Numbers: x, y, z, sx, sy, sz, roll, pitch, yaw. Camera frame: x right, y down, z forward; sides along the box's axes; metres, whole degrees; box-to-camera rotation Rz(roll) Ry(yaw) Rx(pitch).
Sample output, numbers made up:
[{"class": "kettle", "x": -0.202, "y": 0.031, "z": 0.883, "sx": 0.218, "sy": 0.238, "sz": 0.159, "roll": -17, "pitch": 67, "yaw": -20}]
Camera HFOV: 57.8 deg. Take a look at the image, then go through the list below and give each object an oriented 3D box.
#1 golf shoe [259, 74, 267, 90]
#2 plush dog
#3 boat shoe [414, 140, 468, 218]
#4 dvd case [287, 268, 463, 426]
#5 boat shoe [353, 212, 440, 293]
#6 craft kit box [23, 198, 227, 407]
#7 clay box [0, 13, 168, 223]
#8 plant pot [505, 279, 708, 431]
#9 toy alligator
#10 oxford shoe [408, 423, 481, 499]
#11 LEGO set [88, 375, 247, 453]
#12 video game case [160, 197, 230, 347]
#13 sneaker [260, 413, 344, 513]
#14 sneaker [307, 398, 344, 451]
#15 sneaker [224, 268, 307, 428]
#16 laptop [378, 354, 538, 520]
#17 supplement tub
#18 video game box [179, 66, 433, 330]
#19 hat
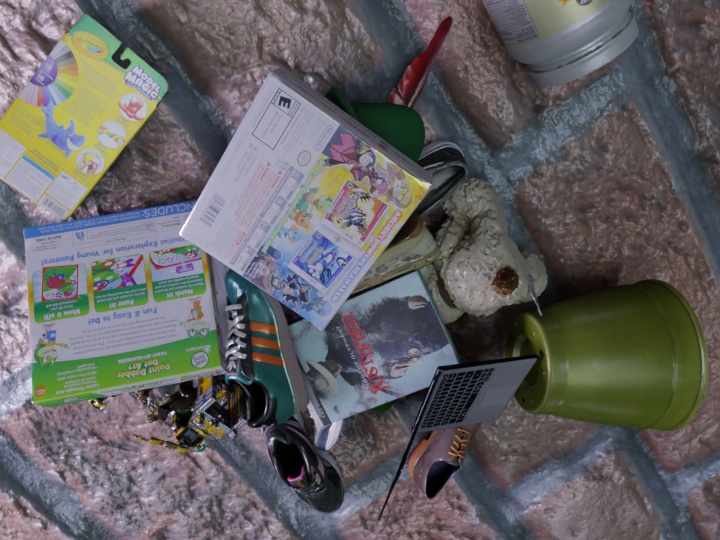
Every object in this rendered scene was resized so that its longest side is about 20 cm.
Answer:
[{"class": "golf shoe", "x": -0.065, "y": -0.115, "z": 0.714, "sx": 0.097, "sy": 0.078, "sz": 0.201, "roll": -9, "pitch": 117, "yaw": -13}, {"class": "plush dog", "x": 0.124, "y": 0.012, "z": 0.830, "sx": 0.171, "sy": 0.161, "sz": 0.200, "roll": -26, "pitch": 115, "yaw": 30}, {"class": "boat shoe", "x": 0.043, "y": -0.085, "z": 0.798, "sx": 0.200, "sy": 0.071, "sz": 0.072, "roll": -39, "pitch": 114, "yaw": 13}, {"class": "dvd case", "x": 0.011, "y": 0.099, "z": 0.814, "sx": 0.199, "sy": 0.022, "sz": 0.147, "roll": -22, "pitch": 101, "yaw": 15}, {"class": "boat shoe", "x": 0.000, "y": 0.000, "z": 0.790, "sx": 0.199, "sy": 0.074, "sz": 0.063, "roll": -23, "pitch": 128, "yaw": 29}, {"class": "craft kit box", "x": -0.259, "y": 0.033, "z": 0.723, "sx": 0.199, "sy": 0.049, "sz": 0.199, "roll": -10, "pitch": 71, "yaw": -6}, {"class": "clay box", "x": -0.311, "y": -0.166, "z": 0.716, "sx": 0.115, "sy": 0.048, "sz": 0.200, "roll": 39, "pitch": 99, "yaw": -22}, {"class": "plant pot", "x": 0.302, "y": 0.116, "z": 0.855, "sx": 0.191, "sy": 0.201, "sz": 0.202, "roll": -2, "pitch": 112, "yaw": -12}, {"class": "toy alligator", "x": 0.094, "y": 0.130, "z": 0.911, "sx": 0.199, "sy": 0.059, "sz": 0.054, "roll": -31, "pitch": 74, "yaw": 3}, {"class": "oxford shoe", "x": 0.142, "y": 0.245, "z": 0.952, "sx": 0.071, "sy": 0.073, "sz": 0.201, "roll": 22, "pitch": 106, "yaw": -17}, {"class": "LEGO set", "x": -0.233, "y": 0.161, "z": 0.805, "sx": 0.153, "sy": 0.116, "sz": 0.200, "roll": -35, "pitch": 118, "yaw": 7}, {"class": "video game case", "x": -0.229, "y": 0.016, "z": 0.820, "sx": 0.181, "sy": 0.023, "sz": 0.201, "roll": -13, "pitch": 114, "yaw": -5}, {"class": "sneaker", "x": -0.086, "y": 0.281, "z": 0.918, "sx": 0.080, "sy": 0.086, "sz": 0.201, "roll": -30, "pitch": 115, "yaw": 5}, {"class": "sneaker", "x": -0.057, "y": 0.148, "z": 0.886, "sx": 0.085, "sy": 0.077, "sz": 0.201, "roll": 6, "pitch": 104, "yaw": -2}, {"class": "sneaker", "x": -0.131, "y": 0.093, "z": 0.785, "sx": 0.080, "sy": 0.071, "sz": 0.201, "roll": -23, "pitch": 95, "yaw": -37}, {"class": "laptop", "x": 0.117, "y": 0.208, "z": 0.806, "sx": 0.199, "sy": 0.116, "sz": 0.188, "roll": -6, "pitch": 146, "yaw": -11}, {"class": "supplement tub", "x": 0.200, "y": -0.316, "z": 0.695, "sx": 0.145, "sy": 0.145, "sz": 0.200, "roll": -34, "pitch": 114, "yaw": 4}, {"class": "video game box", "x": -0.057, "y": -0.065, "z": 0.652, "sx": 0.182, "sy": 0.047, "sz": 0.200, "roll": 36, "pitch": 116, "yaw": -5}, {"class": "hat", "x": 0.063, "y": -0.149, "z": 0.739, "sx": 0.175, "sy": 0.166, "sz": 0.201, "roll": -17, "pitch": 128, "yaw": -14}]
